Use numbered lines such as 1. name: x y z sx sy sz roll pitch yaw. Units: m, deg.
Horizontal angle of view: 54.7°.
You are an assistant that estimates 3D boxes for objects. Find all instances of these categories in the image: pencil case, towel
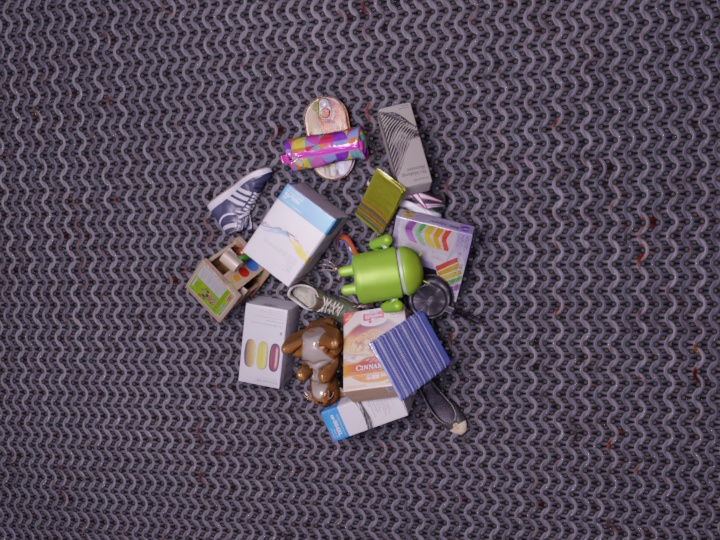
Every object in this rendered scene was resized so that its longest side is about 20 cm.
1. pencil case: -0.081 -0.283 1.631 0.199 0.088 0.089 -10 95 12
2. towel: 0.043 -0.156 1.620 0.086 0.200 0.018 37 61 5
3. towel: 0.112 0.185 1.551 0.024 0.200 0.145 -33 86 44

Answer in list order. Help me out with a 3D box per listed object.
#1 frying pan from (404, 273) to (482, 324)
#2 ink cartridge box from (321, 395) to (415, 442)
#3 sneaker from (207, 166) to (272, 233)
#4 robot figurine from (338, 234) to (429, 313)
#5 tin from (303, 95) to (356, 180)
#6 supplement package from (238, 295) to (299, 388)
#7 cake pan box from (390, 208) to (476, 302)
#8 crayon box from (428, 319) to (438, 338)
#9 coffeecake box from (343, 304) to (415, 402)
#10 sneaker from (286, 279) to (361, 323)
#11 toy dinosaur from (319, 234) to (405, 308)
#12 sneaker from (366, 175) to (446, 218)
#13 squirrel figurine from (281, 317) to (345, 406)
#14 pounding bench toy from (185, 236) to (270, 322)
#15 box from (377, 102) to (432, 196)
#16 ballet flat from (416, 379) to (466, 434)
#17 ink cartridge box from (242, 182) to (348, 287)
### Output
1. frying pan: 0.185 0.093 1.640 0.115 0.031 0.190 -40 100 13
2. ink cartridge box: 0.022 0.326 1.694 0.199 0.146 0.085 -22 93 14
3. sneaker: -0.280 -0.168 1.729 0.200 0.070 0.109 -31 86 21
4. robot figurine: 0.053 0.010 1.580 0.199 0.116 0.176 -10 86 3
5. tin: -0.072 -0.319 1.684 0.112 0.042 0.201 -8 96 9
6. supplement package: -0.227 0.178 1.745 0.113 0.110 0.201 8 99 11
7. cake pan box: 0.159 -0.033 1.635 0.184 0.052 0.201 17 125 10
8. crayon box: 0.089 0.186 1.680 0.199 0.052 0.126 -14 59 14
9. coffeecake box: 0.042 0.191 1.615 0.153 0.073 0.201 -10 57 15
10. sneaker: -0.095 0.084 1.715 0.200 0.090 0.067 26 101 7
11. toy dinosaur: 0.000 0.000 1.694 0.199 0.105 0.182 -3 87 -5
12. sneaker: 0.113 -0.185 1.653 0.199 0.080 0.087 26 90 -1
13. squirrel figurine: -0.089 0.223 1.680 0.141 0.200 0.187 -11 109 9
14. pounding bench toy: -0.298 -0.003 1.686 0.124 0.156 0.200 46 134 2
15. box: 0.101 -0.277 1.602 0.082 0.068 0.201 -15 77 -4
16. ballet flat: 0.187 0.325 1.706 0.066 0.057 0.200 -41 88 15
17. ink cartridge box: -0.154 -0.088 1.675 0.146 0.147 0.200 37 103 4
